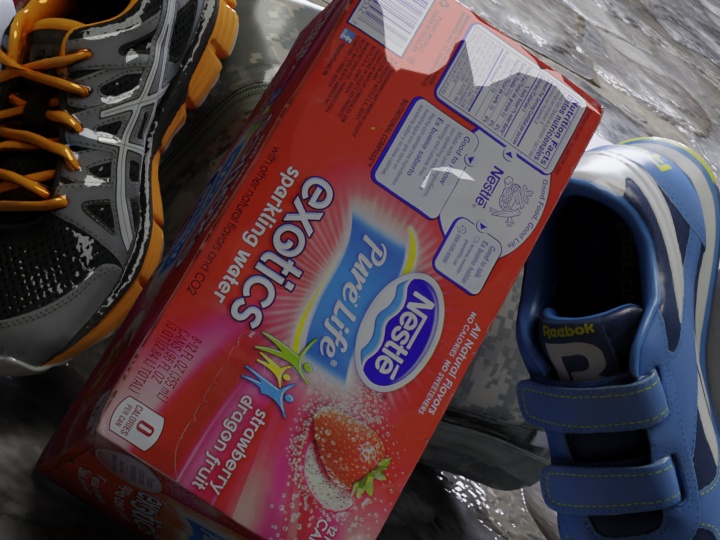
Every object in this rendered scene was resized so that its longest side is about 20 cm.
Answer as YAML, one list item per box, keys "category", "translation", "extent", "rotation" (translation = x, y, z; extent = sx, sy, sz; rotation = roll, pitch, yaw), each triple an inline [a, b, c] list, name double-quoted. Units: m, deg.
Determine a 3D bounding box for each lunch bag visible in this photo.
- category: "lunch bag"
  translation: [0.000, 0.000, 0.898]
  extent: [0.200, 0.139, 0.168]
  rotation: [18, 43, -39]

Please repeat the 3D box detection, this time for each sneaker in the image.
- category: "sneaker"
  translation: [-0.109, -0.053, 0.794]
  extent: [0.077, 0.078, 0.201]
  rotation: [60, 38, -51]
- category: "sneaker"
  translation: [0.094, 0.050, 0.796]
  extent: [0.082, 0.074, 0.201]
  rotation: [1, 82, -60]

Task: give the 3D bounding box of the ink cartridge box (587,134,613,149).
- category: "ink cartridge box"
  translation: [0.164, 0.002, 1.226]
  extent: [0.200, 0.086, 0.147]
  rotation: [22, 24, -32]

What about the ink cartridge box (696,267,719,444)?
- category: "ink cartridge box"
  translation: [0.198, 0.090, 0.870]
  extent: [0.144, 0.201, 0.147]
  rotation: [27, 15, 24]

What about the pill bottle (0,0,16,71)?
- category: "pill bottle"
  translation: [-0.201, -0.077, 0.750]
  extent: [0.111, 0.111, 0.200]
  rotation: [40, 20, 9]

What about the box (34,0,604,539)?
- category: "box"
  translation: [-0.013, 0.006, 0.742]
  extent: [0.100, 0.200, 0.095]
  rotation: [33, -21, -10]

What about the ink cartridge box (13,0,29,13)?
- category: "ink cartridge box"
  translation: [-0.200, -0.199, 0.982]
  extent: [0.200, 0.145, 0.083]
  rotation: [34, 20, -4]
